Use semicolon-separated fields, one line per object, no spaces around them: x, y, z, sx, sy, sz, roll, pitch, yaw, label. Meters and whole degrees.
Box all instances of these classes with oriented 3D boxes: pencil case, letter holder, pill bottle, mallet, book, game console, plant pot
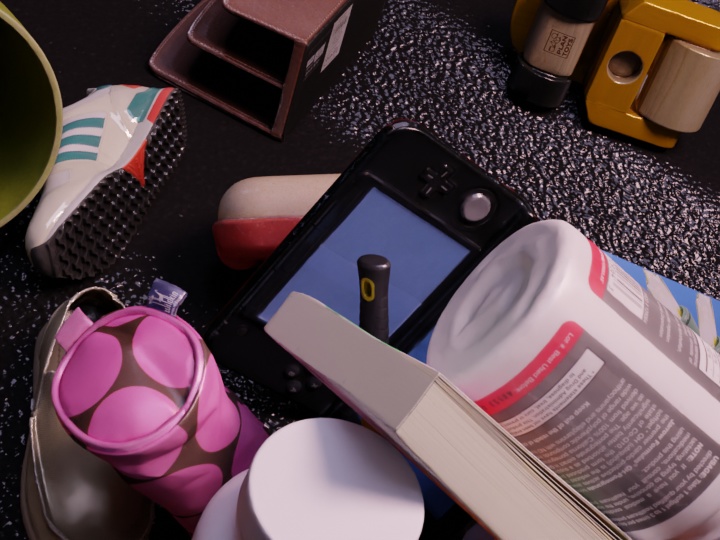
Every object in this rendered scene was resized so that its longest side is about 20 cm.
-0.091;0.094;0.664;0.093;0.200;0.091;24;67;28;pencil case
-0.075;-0.228;1.038;0.142;0.101;0.200;27;44;7;letter holder
0.141;0.074;0.651;0.200;0.111;0.111;39;42;-16;pill bottle
-0.001;0.082;0.707;0.066;0.201;0.041;10;27;34;mallet
-0.036;0.165;0.607;0.111;0.200;0.111;11;45;-11;pill bottle
0.049;0.097;0.622;0.048;0.200;0.134;-51;35;-7;book
0.032;0.043;0.734;0.172;0.200;0.119;31;21;-32;game console
-0.312;-0.142;0.826;0.186;0.188;0.200;-2;33;-23;plant pot

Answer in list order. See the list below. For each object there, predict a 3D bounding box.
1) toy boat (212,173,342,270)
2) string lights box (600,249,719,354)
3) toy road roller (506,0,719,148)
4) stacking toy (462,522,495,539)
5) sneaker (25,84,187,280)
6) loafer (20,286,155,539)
0.000;0.000;0.845;0.199;0.131;0.131;-1;1;9;toy boat
0.181;0.054;0.828;0.200;0.059;0.103;20;80;-27;string lights box
0.239;-0.218;1.139;0.199;0.123;0.146;20;33;-2;toy road roller
0.075;0.213;0.686;0.146;0.146;0.200;18;25;-5;stacking toy
-0.202;-0.069;0.872;0.093;0.070;0.200;11;44;15;sneaker
-0.163;0.090;0.722;0.075;0.068;0.200;0;49;-22;loafer
